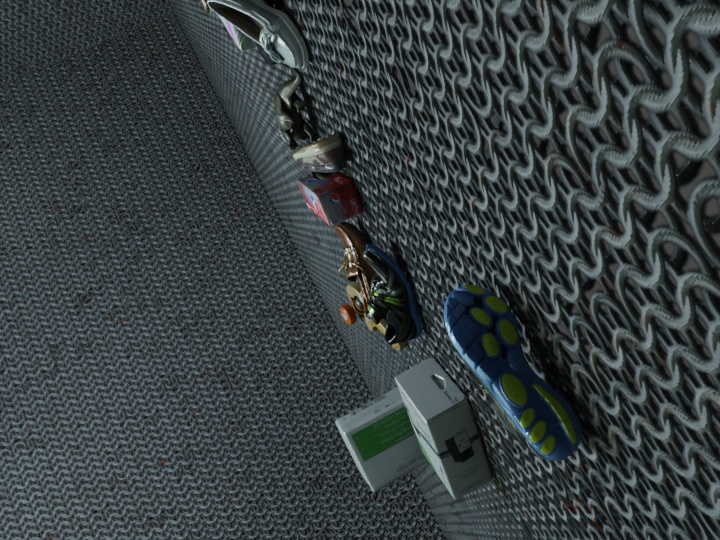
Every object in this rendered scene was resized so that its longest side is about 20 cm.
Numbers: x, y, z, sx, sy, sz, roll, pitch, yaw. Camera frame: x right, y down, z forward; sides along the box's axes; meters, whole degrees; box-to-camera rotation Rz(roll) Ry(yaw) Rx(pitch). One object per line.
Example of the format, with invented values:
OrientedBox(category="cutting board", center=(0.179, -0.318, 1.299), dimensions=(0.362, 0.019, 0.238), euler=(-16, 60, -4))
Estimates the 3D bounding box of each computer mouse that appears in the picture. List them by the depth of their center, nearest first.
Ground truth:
OrientedBox(category="computer mouse", center=(-0.147, -0.412, 1.211), dimensions=(0.059, 0.034, 0.200), euler=(50, 164, 4))

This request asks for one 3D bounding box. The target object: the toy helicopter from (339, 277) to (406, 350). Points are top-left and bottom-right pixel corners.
OrientedBox(category="toy helicopter", center=(0.034, 0.093, 1.544), dimensions=(0.200, 0.079, 0.133), euler=(45, 153, 36))

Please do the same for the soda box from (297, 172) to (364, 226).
OrientedBox(category="soda box", center=(-0.058, -0.139, 1.328), dimensions=(0.064, 0.070, 0.200), euler=(67, 172, -20))

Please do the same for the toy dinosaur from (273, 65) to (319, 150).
OrientedBox(category="toy dinosaur", center=(-0.128, -0.286, 1.307), dimensions=(0.102, 0.077, 0.200), euler=(49, 168, 36))

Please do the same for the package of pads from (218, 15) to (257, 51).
OrientedBox(category="package of pads", center=(-0.245, -0.527, 1.322), dimensions=(0.155, 0.068, 0.200), euler=(59, 170, 30))

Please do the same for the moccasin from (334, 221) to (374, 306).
OrientedBox(category="moccasin", center=(0.000, 0.000, 1.363), dimensions=(0.202, 0.077, 0.074), euler=(63, 172, 5))

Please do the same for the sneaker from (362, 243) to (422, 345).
OrientedBox(category="sneaker", center=(0.044, 0.046, 1.203), dimensions=(0.071, 0.082, 0.200), euler=(50, 164, 58))

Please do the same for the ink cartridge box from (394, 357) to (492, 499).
OrientedBox(category="ink cartridge box", center=(0.146, 0.277, 1.270), dimensions=(0.147, 0.083, 0.201), euler=(50, 163, 58))

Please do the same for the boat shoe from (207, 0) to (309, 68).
OrientedBox(category="boat shoe", center=(-0.157, -0.381, 1.133), dimensions=(0.202, 0.065, 0.074), euler=(46, 163, 14))

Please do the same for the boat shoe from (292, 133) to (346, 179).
OrientedBox(category="boat shoe", center=(-0.067, -0.188, 1.240), dimensions=(0.065, 0.072, 0.200), euler=(70, 166, -7))

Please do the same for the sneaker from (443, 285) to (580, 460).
OrientedBox(category="sneaker", center=(0.144, 0.106, 0.736), dimensions=(0.200, 0.071, 0.083), euler=(58, 165, 17))

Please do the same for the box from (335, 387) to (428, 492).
OrientedBox(category="box", center=(0.066, 0.428, 1.847), dimensions=(0.172, 0.198, 0.200), euler=(63, 172, -2))

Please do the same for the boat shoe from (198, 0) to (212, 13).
OrientedBox(category="boat shoe", center=(-0.453, -0.767, 1.888), dimensions=(0.203, 0.075, 0.075), euler=(66, 172, -14))
